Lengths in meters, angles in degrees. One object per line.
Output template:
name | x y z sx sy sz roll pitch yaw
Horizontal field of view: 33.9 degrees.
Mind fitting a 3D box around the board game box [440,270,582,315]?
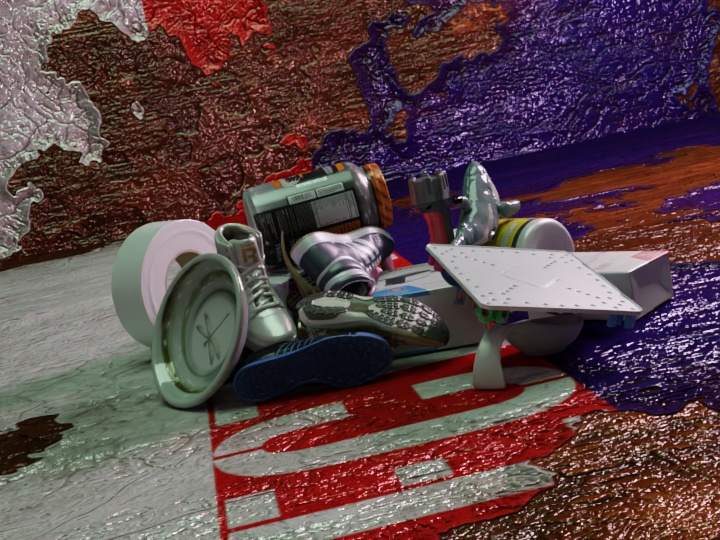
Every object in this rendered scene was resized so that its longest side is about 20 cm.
board game box | 0.194 0.033 1.454 0.199 0.039 0.158 16 20 20

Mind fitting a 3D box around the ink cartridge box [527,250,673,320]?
ink cartridge box | 0.298 0.020 1.575 0.199 0.068 0.116 0 14 41

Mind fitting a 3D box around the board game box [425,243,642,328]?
board game box | 0.198 0.017 1.392 0.199 0.026 0.200 3 20 -18

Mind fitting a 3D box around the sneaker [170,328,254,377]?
sneaker | -0.178 0.108 1.607 0.199 0.074 0.089 3 11 11

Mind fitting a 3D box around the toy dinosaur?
toy dinosaur | -0.060 0.046 1.627 0.058 0.200 0.101 -41 15 26

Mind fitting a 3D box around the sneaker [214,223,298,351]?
sneaker | -0.144 0.017 1.544 0.073 0.116 0.200 -19 40 -21

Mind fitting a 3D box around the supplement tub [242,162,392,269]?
supplement tub | -0.061 -0.084 1.707 0.199 0.123 0.123 -16 10 -10

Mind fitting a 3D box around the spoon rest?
spoon rest | 0.192 0.079 1.381 0.099 0.061 0.200 -4 13 35

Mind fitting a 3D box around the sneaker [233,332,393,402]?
sneaker | -0.059 0.110 1.458 0.199 0.070 0.078 -11 14 2

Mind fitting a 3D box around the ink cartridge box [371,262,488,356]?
ink cartridge box | 0.096 0.045 1.607 0.144 0.084 0.200 -11 10 6

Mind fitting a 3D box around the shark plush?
shark plush | 0.149 -0.076 1.701 0.091 0.084 0.200 -9 30 42

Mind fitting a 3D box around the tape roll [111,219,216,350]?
tape roll | -0.284 0.023 1.821 0.071 0.203 0.202 -3 13 38

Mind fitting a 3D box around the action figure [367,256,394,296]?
action figure | 0.016 0.014 1.821 0.149 0.134 0.200 36 10 32

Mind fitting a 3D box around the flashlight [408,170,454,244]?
flashlight | 0.109 -0.040 1.732 0.068 0.201 0.068 -10 11 13

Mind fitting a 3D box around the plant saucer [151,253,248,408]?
plant saucer | -0.195 0.080 1.512 0.050 0.201 0.200 17 -10 -39

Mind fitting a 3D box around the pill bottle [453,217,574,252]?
pill bottle | 0.213 -0.022 1.769 0.112 0.113 0.200 -18 12 -36

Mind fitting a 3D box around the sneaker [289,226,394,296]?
sneaker | 0.000 0.000 1.626 0.200 0.109 0.070 -5 -42 -52

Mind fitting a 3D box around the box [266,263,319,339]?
box | -0.144 0.056 1.723 0.199 0.115 0.132 -4 12 37

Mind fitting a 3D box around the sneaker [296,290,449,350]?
sneaker | 0.017 0.082 1.490 0.199 0.089 0.077 9 30 20
